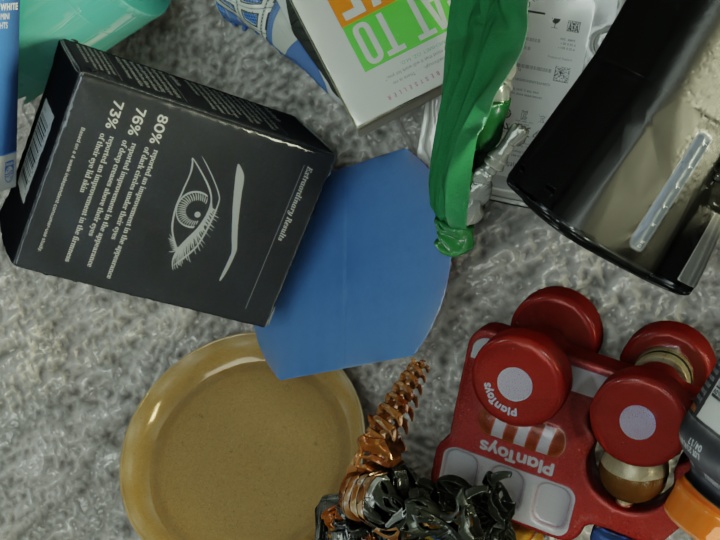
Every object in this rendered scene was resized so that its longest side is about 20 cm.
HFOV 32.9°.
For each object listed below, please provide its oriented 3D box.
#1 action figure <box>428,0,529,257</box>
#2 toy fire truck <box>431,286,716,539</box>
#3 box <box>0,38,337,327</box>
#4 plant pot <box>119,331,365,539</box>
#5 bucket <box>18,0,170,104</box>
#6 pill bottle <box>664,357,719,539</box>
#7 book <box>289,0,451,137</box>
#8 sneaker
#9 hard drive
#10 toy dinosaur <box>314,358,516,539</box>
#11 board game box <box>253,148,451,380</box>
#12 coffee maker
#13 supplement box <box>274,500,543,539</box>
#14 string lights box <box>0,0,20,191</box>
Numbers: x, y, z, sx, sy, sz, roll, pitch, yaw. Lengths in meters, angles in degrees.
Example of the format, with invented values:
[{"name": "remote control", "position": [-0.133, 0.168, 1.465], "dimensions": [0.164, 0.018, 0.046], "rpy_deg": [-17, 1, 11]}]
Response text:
[{"name": "action figure", "position": [0.076, -0.099, 0.794], "dimensions": [0.055, 0.118, 0.200], "rpy_deg": [4, 118, -14]}, {"name": "toy fire truck", "position": [0.157, 0.117, 0.857], "dimensions": [0.200, 0.112, 0.168], "rpy_deg": [18, 115, 18]}, {"name": "box", "position": [-0.142, -0.062, 0.893], "dimensions": [0.200, 0.104, 0.148], "rpy_deg": [17, 106, -27]}, {"name": "plant pot", "position": [-0.090, 0.143, 0.946], "dimensions": [0.200, 0.027, 0.200], "rpy_deg": [-7, 60, 13]}, {"name": "bucket", "position": [-0.248, -0.245, 0.923], "dimensions": [0.135, 0.207, 0.207], "rpy_deg": [-24, 87, 18]}, {"name": "pill bottle", "position": [0.260, 0.078, 0.722], "dimensions": [0.106, 0.106, 0.200], "rpy_deg": [32, 101, 15]}, {"name": "book", "position": [0.012, -0.214, 0.855], "dimensions": [0.134, 0.048, 0.200], "rpy_deg": [-28, 86, 2]}, {"name": "sneaker", "position": [-0.058, -0.205, 0.928], "dimensions": [0.200, 0.076, 0.077], "rpy_deg": [55, 136, 5]}, {"name": "hard drive", "position": [0.121, -0.146, 0.875], "dimensions": [0.140, 0.038, 0.200], "rpy_deg": [14, 100, 18]}, {"name": "toy dinosaur", "position": [0.027, 0.168, 0.839], "dimensions": [0.136, 0.102, 0.200], "rpy_deg": [11, 123, 26]}, {"name": "board game box", "position": [0.000, 0.000, 0.922], "dimensions": [0.200, 0.039, 0.158], "rpy_deg": [-14, 68, 39]}, {"name": "coffee maker", "position": [0.183, -0.110, 0.780], "dimensions": [0.192, 0.135, 0.200], "rpy_deg": [33, 100, 1]}, {"name": "supplement box", "position": [0.036, 0.214, 0.931], "dimensions": [0.200, 0.069, 0.067], "rpy_deg": [5, 98, 19]}, {"name": "string lights box", "position": [-0.288, -0.156, 0.820], "dimensions": [0.103, 0.059, 0.200], "rpy_deg": [10, 106, 14]}]
